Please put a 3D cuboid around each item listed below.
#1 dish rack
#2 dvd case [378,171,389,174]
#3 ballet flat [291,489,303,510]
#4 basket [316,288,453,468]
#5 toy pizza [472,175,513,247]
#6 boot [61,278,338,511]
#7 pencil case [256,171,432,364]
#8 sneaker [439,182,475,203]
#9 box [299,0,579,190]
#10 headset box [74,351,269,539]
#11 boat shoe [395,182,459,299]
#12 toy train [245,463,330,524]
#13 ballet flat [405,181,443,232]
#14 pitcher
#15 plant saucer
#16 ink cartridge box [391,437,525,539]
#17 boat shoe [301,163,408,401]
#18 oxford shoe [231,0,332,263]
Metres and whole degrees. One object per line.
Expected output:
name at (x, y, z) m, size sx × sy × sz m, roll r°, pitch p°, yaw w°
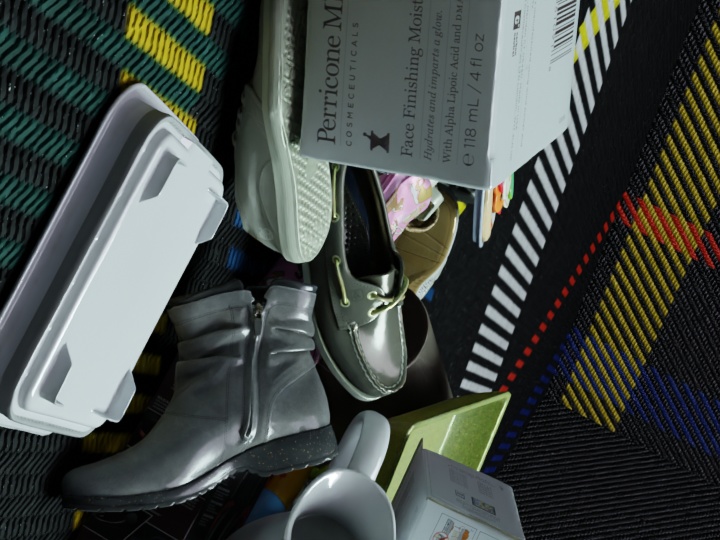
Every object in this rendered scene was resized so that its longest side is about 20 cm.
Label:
dish rack at (-0.138, 0.006, 0.917) m, size 0.202 × 0.043 × 0.172 m, roll -64°, pitch 167°, yaw -5°
dvd case at (0.045, -0.193, 1.230) m, size 0.201 × 0.016 × 0.149 m, roll -59°, pitch 151°, yaw -19°
ballet flat at (-0.097, 0.221, 1.459) m, size 0.201 × 0.063 × 0.068 m, roll -59°, pitch 167°, yaw -18°
basket at (0.017, 0.110, 1.511) m, size 0.136 × 0.179 × 0.201 m, roll -49°, pitch 153°, yaw -25°
toy pizza at (0.126, -0.121, 1.462) m, size 0.200 × 0.031 × 0.203 m, roll 6°, pitch 90°, yaw -84°
boot at (-0.115, 0.079, 1.077) m, size 0.198 × 0.134 × 0.070 m, roll -13°, pitch -175°, yaw -26°
pencil case at (-0.021, -0.013, 1.266) m, size 0.201 × 0.082 × 0.087 m, roll -55°, pitch 140°, yaw -33°
sneaker at (0.081, -0.127, 1.519) m, size 0.200 × 0.076 × 0.086 m, roll 70°, pitch 31°, yaw -77°
box at (0.059, -0.176, 1.035) m, size 0.200 × 0.129 × 0.202 m, roll -37°, pitch 134°, yaw -63°
headset box at (-0.124, 0.154, 1.189) m, size 0.202 × 0.074 × 0.149 m, roll -62°, pitch 167°, yaw -8°
boat shoe at (0.050, -0.018, 1.580) m, size 0.069 × 0.070 × 0.201 m, roll -51°, pitch 171°, yaw -48°
toy train at (-0.056, 0.160, 1.384) m, size 0.201 × 0.115 × 0.085 m, roll -53°, pitch 164°, yaw -39°
ballet flat at (0.045, -0.088, 1.410) m, size 0.071 × 0.065 × 0.200 m, roll -50°, pitch 164°, yaw -10°
pitcher at (-0.039, 0.204, 1.156) m, size 0.200 × 0.120 × 0.173 m, roll -53°, pitch -168°, yaw 49°
plant saucer at (0.036, 0.196, 1.414) m, size 0.199 × 0.048 × 0.202 m, roll -9°, pitch 123°, yaw -60°
ink cartridge box at (0.043, 0.250, 1.247) m, size 0.176 × 0.083 × 0.202 m, roll -84°, pitch -162°, yaw -80°
boat shoe at (-0.002, 0.001, 1.180) m, size 0.072 × 0.060 × 0.204 m, roll -29°, pitch 109°, yaw -43°
oxford shoe at (-0.055, -0.097, 1.031) m, size 0.075 × 0.057 × 0.202 m, roll -46°, pitch 144°, yaw -48°
